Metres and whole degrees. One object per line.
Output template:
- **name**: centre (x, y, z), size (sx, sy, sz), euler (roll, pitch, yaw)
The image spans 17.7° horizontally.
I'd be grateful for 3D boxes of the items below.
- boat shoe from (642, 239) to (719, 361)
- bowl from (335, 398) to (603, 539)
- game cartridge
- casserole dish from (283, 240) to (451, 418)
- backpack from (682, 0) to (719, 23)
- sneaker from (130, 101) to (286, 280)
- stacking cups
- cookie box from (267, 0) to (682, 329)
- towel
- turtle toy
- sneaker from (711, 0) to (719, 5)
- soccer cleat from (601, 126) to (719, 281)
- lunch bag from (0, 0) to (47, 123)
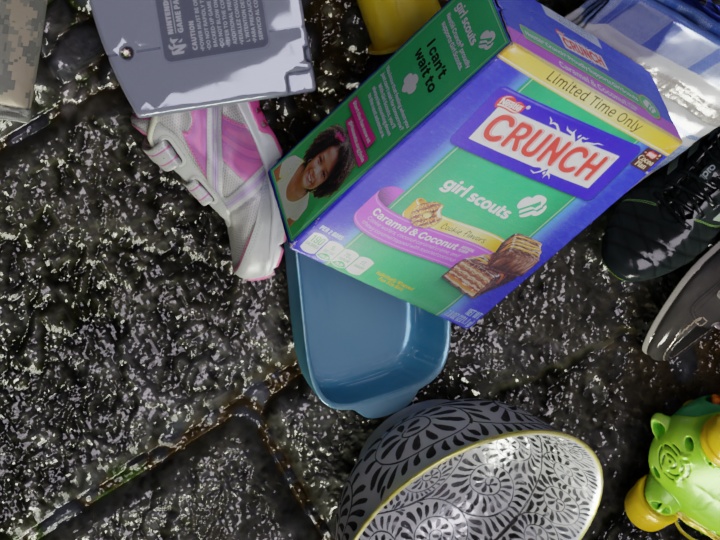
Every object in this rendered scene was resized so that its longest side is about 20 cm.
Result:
- **boat shoe**: centre (0.276, -0.001, 1.613), size (0.057, 0.067, 0.200), euler (45, 109, 20)
- **bowl**: centre (0.056, 0.151, 1.575), size (0.201, 0.094, 0.201), euler (-19, 139, -18)
- **game cartridge**: centre (-0.107, -0.200, 1.434), size (0.133, 0.040, 0.200), euler (-8, 94, -4)
- **casserole dish**: centre (0.000, 0.000, 1.557), size (0.121, 0.039, 0.200), euler (-15, 107, -32)
- **backpack**: centre (0.235, -0.216, 1.532), size (0.200, 0.168, 0.163), euler (31, 97, -21)
- **sneaker**: centre (-0.102, -0.087, 1.504), size (0.088, 0.081, 0.200), euler (-15, 100, -9)
- **stacking cups**: centre (0.002, -0.244, 1.507), size (0.060, 0.061, 0.200), euler (-23, 108, -12)
- **cookie box**: centre (0.072, -0.071, 1.455), size (0.171, 0.075, 0.200), euler (25, 123, -40)
- **towel**: centre (0.168, -0.115, 1.533), size (0.147, 0.200, 0.024), euler (26, 53, -23)
- **turtle toy**: centre (0.293, 0.149, 1.643), size (0.200, 0.146, 0.101), euler (31, 51, -8)
- **sneaker**: centre (0.244, -0.203, 1.407), size (0.090, 0.078, 0.200), euler (-43, 105, -3)
- **soccer cleat**: centre (0.246, -0.068, 1.600), size (0.200, 0.081, 0.068), euler (-38, 72, -15)
- **lunch bag**: centre (-0.294, -0.182, 1.398), size (0.200, 0.118, 0.164), euler (5, 101, -23)
